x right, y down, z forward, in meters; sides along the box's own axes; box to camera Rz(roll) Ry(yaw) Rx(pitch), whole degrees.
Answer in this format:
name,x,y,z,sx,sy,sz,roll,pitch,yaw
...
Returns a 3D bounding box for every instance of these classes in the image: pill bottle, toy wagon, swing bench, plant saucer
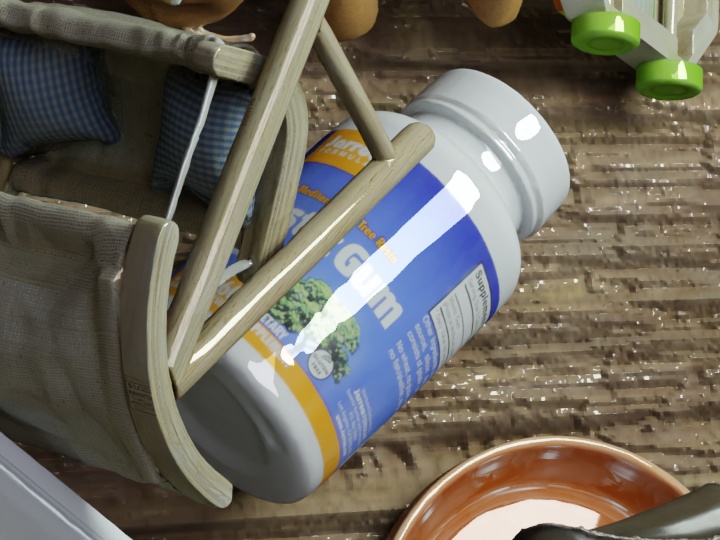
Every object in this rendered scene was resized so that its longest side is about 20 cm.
name,x,y,z,sx,sy,sz,roll,pitch,yaw
pill bottle,0.000,0.000,1.316,0.112,0.112,0.200,49,64,-5
toy wagon,0.119,-0.174,1.395,0.200,0.040,0.155,26,62,-55
swing bench,-0.111,-0.031,1.210,0.200,0.199,0.130,-59,141,-25
plant saucer,0.092,0.177,1.355,0.200,0.032,0.201,6,74,-21

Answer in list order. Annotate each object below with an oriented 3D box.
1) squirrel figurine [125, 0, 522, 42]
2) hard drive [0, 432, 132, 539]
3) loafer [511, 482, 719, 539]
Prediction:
name,x,y,z,sx,sy,sz,roll,pitch,yaw
squirrel figurine,-0.026,-0.185,1.305,0.186,0.200,0.142,-16,63,-19
hard drive,-0.138,0.151,1.217,0.200,0.132,0.026,41,26,-8
loafer,0.148,0.132,1.340,0.200,0.073,0.071,10,67,-29
